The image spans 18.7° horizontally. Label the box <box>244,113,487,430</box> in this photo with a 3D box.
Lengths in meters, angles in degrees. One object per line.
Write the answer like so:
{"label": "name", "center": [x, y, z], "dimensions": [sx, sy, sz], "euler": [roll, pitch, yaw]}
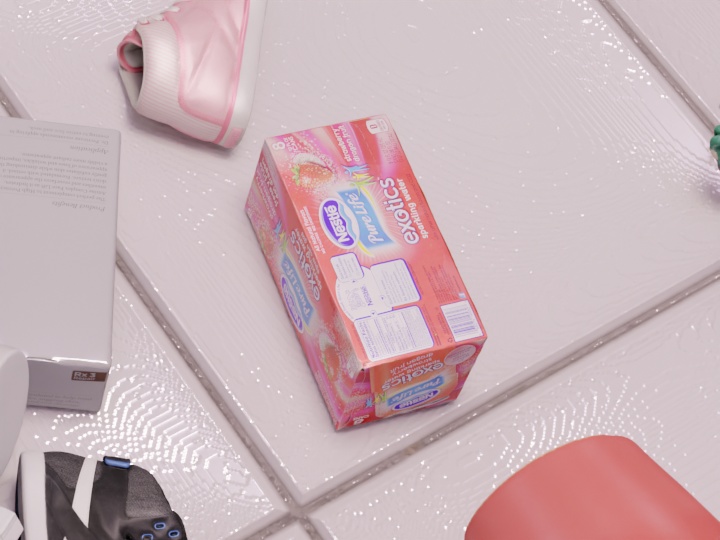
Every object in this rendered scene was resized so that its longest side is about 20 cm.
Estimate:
{"label": "box", "center": [0.000, 0.000, 1.577], "dimensions": [0.102, 0.095, 0.201], "euler": [-13, 62, -22]}

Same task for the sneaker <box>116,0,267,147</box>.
{"label": "sneaker", "center": [-0.129, -0.193, 1.679], "dimensions": [0.104, 0.075, 0.201], "euler": [13, 60, -13]}

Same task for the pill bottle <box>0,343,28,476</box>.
{"label": "pill bottle", "center": [-0.324, 0.073, 1.413], "dimensions": [0.199, 0.114, 0.114], "euler": [14, 55, 8]}

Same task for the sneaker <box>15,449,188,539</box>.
{"label": "sneaker", "center": [-0.163, 0.204, 1.416], "dimensions": [0.111, 0.073, 0.201], "euler": [0, 57, -13]}

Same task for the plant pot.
{"label": "plant pot", "center": [0.167, 0.219, 1.435], "dimensions": [0.200, 0.201, 0.178], "euler": [-17, 54, -24]}

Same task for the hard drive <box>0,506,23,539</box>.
{"label": "hard drive", "center": [-0.315, 0.220, 1.364], "dimensions": [0.131, 0.026, 0.200], "euler": [10, 50, 26]}

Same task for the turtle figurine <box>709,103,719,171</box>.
{"label": "turtle figurine", "center": [0.345, -0.066, 1.710], "dimensions": [0.149, 0.101, 0.201], "euler": [-5, 74, -1]}

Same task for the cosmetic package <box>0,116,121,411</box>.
{"label": "cosmetic package", "center": [-0.223, -0.006, 1.538], "dimensions": [0.101, 0.074, 0.201], "euler": [6, 59, -10]}
